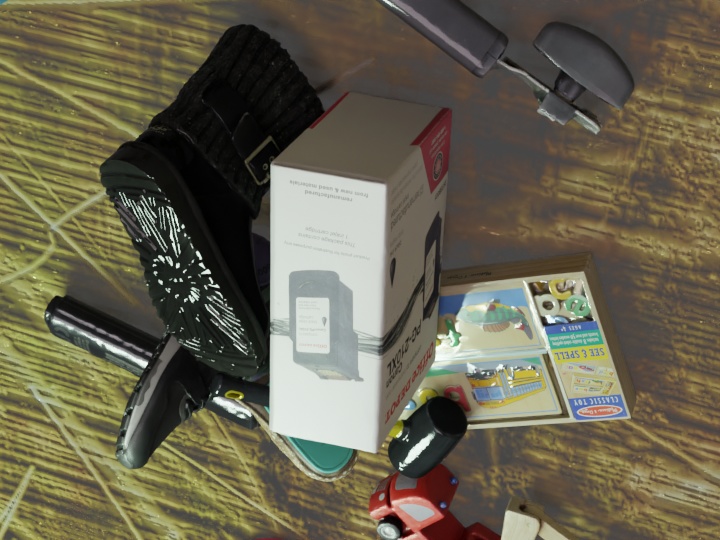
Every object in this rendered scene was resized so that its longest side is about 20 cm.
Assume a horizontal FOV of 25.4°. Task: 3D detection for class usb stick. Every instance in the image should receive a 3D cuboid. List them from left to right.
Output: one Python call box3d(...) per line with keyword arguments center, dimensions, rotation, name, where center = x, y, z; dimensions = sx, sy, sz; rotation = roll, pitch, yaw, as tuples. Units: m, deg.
box3d(center=(-0.164, 0.075, 1.304), dimensions=(0.199, 0.033, 0.056), rotation=(25, 161, 5), name="usb stick")

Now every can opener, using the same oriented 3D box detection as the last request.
box3d(center=(0.085, -0.160, 1.032), dimensions=(0.199, 0.053, 0.067), rotation=(37, 98, -5), name="can opener")

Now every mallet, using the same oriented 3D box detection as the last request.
box3d(center=(-0.021, 0.113, 1.191), dimensions=(0.198, 0.041, 0.066), rotation=(11, 136, -18), name="mallet")

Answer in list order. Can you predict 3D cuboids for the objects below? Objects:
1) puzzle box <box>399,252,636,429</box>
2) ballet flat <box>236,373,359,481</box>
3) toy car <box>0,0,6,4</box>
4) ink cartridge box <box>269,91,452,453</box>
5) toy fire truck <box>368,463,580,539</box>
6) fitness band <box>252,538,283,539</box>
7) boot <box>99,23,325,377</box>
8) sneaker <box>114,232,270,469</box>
box3d(center=(0.094, 0.059, 1.192), dimensions=(0.199, 0.025, 0.134), rotation=(-7, 121, 27), name="puzzle box")
box3d(center=(-0.076, 0.083, 1.248), dimensions=(0.201, 0.070, 0.065), rotation=(55, 169, 6), name="ballet flat")
box3d(center=(-0.340, -0.200, 1.134), dimensions=(0.184, 0.177, 0.200), rotation=(40, 160, 8), name="toy car")
box3d(center=(0.000, 0.000, 1.090), dimensions=(0.084, 0.145, 0.202), rotation=(11, 118, 17), name="ink cartridge box")
box3d(center=(0.117, 0.223, 1.286), dimensions=(0.141, 0.049, 0.200), rotation=(-32, 107, 36), name="toy fire truck")
box3d(center=(-0.082, 0.319, 1.451), dimensions=(0.143, 0.037, 0.200), rotation=(38, 129, -3), name="fitness band")
box3d(center=(-0.081, -0.046, 1.108), dimensions=(0.079, 0.158, 0.212), rotation=(12, 137, 33), name="boot")
box3d(center=(-0.105, 0.065, 1.178), dimensions=(0.087, 0.201, 0.076), rotation=(29, 164, -6), name="sneaker")
